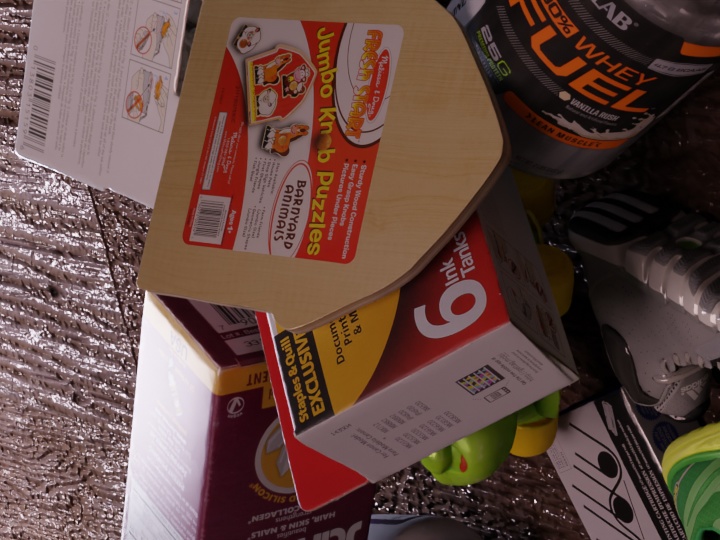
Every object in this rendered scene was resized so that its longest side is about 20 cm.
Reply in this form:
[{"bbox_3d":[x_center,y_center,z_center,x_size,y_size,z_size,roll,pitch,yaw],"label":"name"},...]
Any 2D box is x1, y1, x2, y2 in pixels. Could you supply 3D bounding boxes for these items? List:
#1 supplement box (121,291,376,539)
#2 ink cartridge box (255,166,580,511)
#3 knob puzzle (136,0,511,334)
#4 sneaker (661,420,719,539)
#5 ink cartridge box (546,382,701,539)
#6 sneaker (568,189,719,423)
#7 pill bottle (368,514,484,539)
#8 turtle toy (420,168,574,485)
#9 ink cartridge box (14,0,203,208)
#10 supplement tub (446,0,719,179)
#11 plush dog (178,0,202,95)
[{"bbox_3d":[-0.065,0.108,1.281,0.103,0.130,0.202,42,134,45],"label":"supplement box"},{"bbox_3d":[0.000,0.000,1.099,0.175,0.084,0.201,-29,54,19],"label":"ink cartridge box"},{"bbox_3d":[-0.009,-0.063,1.058,0.218,0.030,0.222,-9,71,28],"label":"knob puzzle"},{"bbox_3d":[0.231,0.107,1.064,0.200,0.073,0.084,142,124,-61],"label":"sneaker"},{"bbox_3d":[0.184,0.161,1.196,0.094,0.044,0.201,-33,83,57],"label":"ink cartridge box"},{"bbox_3d":[0.192,0.038,1.099,0.200,0.075,0.116,34,140,52],"label":"sneaker"},{"bbox_3d":[0.026,0.220,1.382,0.199,0.111,0.112,-8,104,55],"label":"pill bottle"},{"bbox_3d":[0.064,0.038,1.168,0.201,0.100,0.147,-95,5,-49],"label":"turtle toy"},{"bbox_3d":[-0.123,-0.144,1.195,0.173,0.043,0.202,22,108,39],"label":"ink cartridge box"},{"bbox_3d":[0.130,-0.139,1.018,0.123,0.122,0.200,58,145,10],"label":"supplement tub"},{"bbox_3d":[-0.107,-0.146,1.331,0.199,0.159,0.174,-4,84,54],"label":"plush dog"}]
